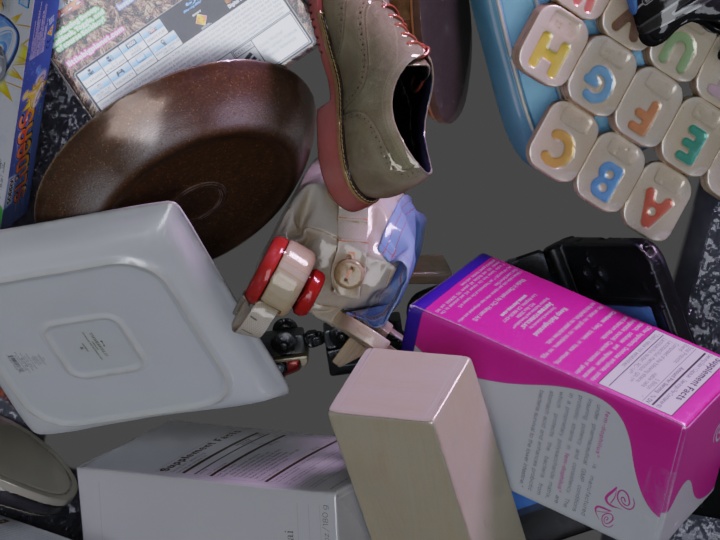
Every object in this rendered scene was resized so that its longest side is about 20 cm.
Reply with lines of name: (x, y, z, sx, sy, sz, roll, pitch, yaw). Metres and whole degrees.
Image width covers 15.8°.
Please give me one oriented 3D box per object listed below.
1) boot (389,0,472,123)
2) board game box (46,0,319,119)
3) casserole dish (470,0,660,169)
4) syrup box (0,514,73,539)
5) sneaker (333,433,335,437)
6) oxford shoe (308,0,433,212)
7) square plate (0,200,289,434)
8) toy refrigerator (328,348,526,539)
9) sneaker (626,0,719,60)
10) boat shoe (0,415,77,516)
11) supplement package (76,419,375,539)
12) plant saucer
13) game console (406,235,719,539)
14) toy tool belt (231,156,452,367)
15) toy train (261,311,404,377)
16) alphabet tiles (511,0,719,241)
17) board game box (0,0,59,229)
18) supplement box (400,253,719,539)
boot: (0.021, -0.192, 1.713, 0.075, 0.074, 0.201, -9, 102, 27)
board game box: (-0.138, -0.195, 1.688, 0.159, 0.097, 0.200, -33, 99, 7)
casserole dish: (0.142, -0.156, 1.723, 0.120, 0.039, 0.201, -14, 100, 3)
syrup box: (-0.243, 0.217, 1.724, 0.081, 0.199, 0.079, -11, 106, -40)
sneaker: (0.029, 0.187, 1.789, 0.082, 0.073, 0.201, -13, 101, -22)
oxford shoe: (0.015, -0.139, 1.630, 0.074, 0.070, 0.201, -13, 74, 31)
square plate: (-0.172, 0.042, 1.696, 0.197, 0.029, 0.200, -10, 136, 19)
toy refrigerator: (0.050, 0.146, 1.646, 0.076, 0.070, 0.201, 4, 131, 29)
sneaker: (0.264, -0.174, 1.684, 0.198, 0.071, 0.083, -2, 93, -16)
boat shoe: (-0.292, 0.129, 1.778, 0.199, 0.073, 0.063, 22, 116, 0)
supplement package: (-0.071, 0.178, 1.714, 0.199, 0.120, 0.122, 3, 104, 29)
plant saucer: (-0.112, -0.055, 1.675, 0.200, 0.200, 0.037, -34, 61, 7)
game console: (0.145, 0.090, 1.738, 0.116, 0.176, 0.201, -26, 102, -23)
toy tool belt: (0.000, 0.000, 1.676, 0.122, 0.200, 0.125, 28, 109, -3)
toy train: (-0.067, 0.060, 1.774, 0.199, 0.034, 0.046, -8, 112, 2)
alphabet tiles: (0.199, -0.130, 1.704, 0.199, 0.015, 0.196, 31, 86, -20)
board game box: (-0.266, -0.138, 1.670, 0.135, 0.034, 0.201, 27, 129, 16)
supplement box: (0.131, 0.084, 1.668, 0.199, 0.103, 0.102, 25, 123, 23)
